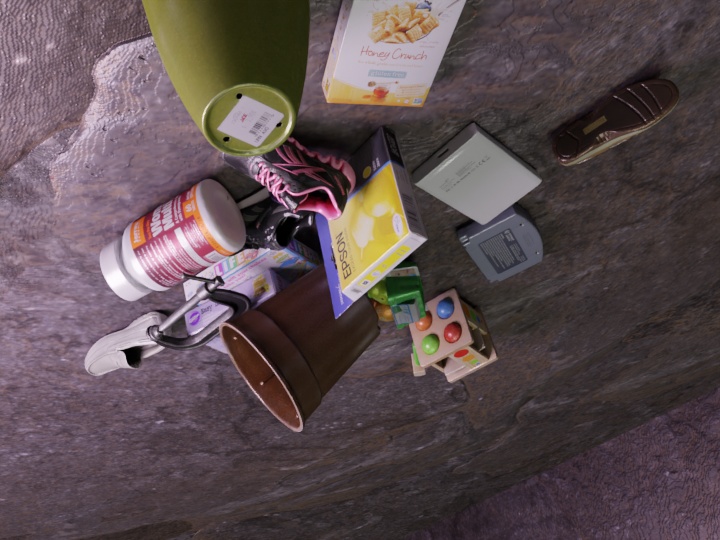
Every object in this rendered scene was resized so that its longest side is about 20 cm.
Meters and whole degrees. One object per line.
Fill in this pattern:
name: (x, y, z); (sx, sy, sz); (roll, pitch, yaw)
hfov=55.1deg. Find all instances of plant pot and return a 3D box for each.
plant pot: (-0.125, -0.224, 0.706); (0.182, 0.204, 0.189); (-11, 147, -7)
plant pot: (-0.084, 0.106, 1.077); (0.197, 0.200, 0.202); (-38, 156, -24)

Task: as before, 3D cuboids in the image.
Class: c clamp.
c clamp: (-0.262, 0.067, 1.074); (0.199, 0.028, 0.169); (-40, 148, 28)

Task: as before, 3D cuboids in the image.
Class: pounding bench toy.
pounding bench toy: (0.161, 0.154, 1.464); (0.197, 0.127, 0.155); (-31, 145, 22)

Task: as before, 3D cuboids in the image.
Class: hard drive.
hard drive: (0.192, -0.150, 1.119); (0.131, 0.027, 0.198); (-37, 142, 29)

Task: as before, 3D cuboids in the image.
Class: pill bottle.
pill bottle: (-0.272, -0.039, 0.999); (0.196, 0.112, 0.110); (-26, 146, 15)

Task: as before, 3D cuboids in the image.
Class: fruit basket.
fruit basket: (0.024, 0.059, 1.295); (0.194, 0.096, 0.187); (-15, 148, 4)

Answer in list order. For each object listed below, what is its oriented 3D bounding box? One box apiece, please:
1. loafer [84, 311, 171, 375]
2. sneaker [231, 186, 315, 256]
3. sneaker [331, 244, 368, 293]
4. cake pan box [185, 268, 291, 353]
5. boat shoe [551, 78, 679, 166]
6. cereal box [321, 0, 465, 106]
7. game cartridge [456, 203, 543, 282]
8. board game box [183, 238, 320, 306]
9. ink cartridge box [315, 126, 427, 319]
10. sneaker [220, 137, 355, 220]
loafer: (-0.422, 0.146, 1.243); (0.197, 0.071, 0.070); (-31, 145, 21)
sneaker: (-0.149, -0.063, 1.038); (0.198, 0.089, 0.075); (-34, 144, 26)
sneaker: (0.000, 0.000, 1.165); (0.087, 0.079, 0.204); (-18, 122, -9)
cake pan box: (-0.180, 0.086, 1.218); (0.181, 0.053, 0.200); (-25, 152, 16)
boat shoe: (0.395, -0.227, 1.071); (0.197, 0.074, 0.076); (-25, 162, 26)
cereal box: (0.041, -0.290, 0.832); (0.140, 0.040, 0.202); (-3, 145, -20)
game cartridge: (0.271, -0.051, 1.294); (0.131, 0.042, 0.200); (-30, 145, 13)
board game box: (-0.181, 0.009, 1.169); (0.197, 0.035, 0.134); (-29, 152, 18)
ink cartridge box: (-0.004, -0.069, 0.992); (0.046, 0.201, 0.199); (21, 132, -40)
sneaker: (-0.100, -0.127, 0.936); (0.195, 0.097, 0.079); (18, 141, -13)
